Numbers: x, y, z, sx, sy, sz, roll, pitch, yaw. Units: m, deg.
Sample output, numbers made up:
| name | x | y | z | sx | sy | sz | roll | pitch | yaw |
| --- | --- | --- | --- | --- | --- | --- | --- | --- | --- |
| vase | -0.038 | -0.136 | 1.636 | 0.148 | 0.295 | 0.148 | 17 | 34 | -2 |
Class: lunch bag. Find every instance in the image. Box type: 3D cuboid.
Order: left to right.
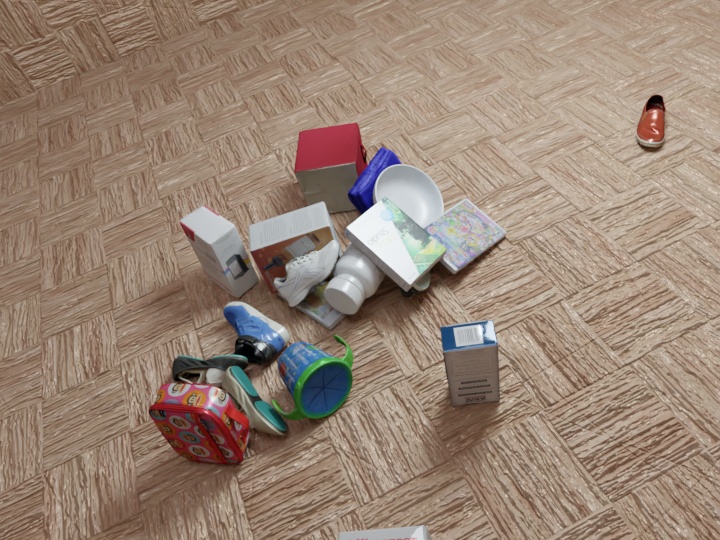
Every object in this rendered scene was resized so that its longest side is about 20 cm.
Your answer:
| name | x | y | z | sx | sy | sz | roll | pitch | yaw |
| --- | --- | --- | --- | --- | --- | --- | --- | --- | --- |
| lunch bag | -0.301 | 0.304 | 1.136 | 0.175 | 0.201 | 0.082 | 0 | 44 | 16 |

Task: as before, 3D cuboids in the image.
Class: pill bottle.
| name | x | y | z | sx | sy | sz | roll | pitch | yaw |
| --- | --- | --- | --- | --- | --- | --- | --- | --- | --- |
| pill bottle | 0.000 | 0.000 | 1.356 | 0.114 | 0.115 | 0.200 | 15 | 53 | 26 |

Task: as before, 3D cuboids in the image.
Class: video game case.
| name | x | y | z | sx | sy | sz | roll | pitch | yaw |
| --- | --- | --- | --- | --- | --- | --- | --- | --- | --- |
| video game case | -0.083 | 0.038 | 1.437 | 0.199 | 0.023 | 0.182 | 29 | 61 | 35 |
| video game case | 0.245 | -0.088 | 1.412 | 0.199 | 0.018 | 0.143 | -33 | 66 | -29 |

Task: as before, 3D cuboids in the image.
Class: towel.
| name | x | y | z | sx | sy | sz | roll | pitch | yaw |
| --- | --- | --- | --- | --- | --- | --- | --- | --- | --- |
| towel | 0.061 | -0.220 | 1.550 | 0.049 | 0.148 | 0.200 | -11 | 38 | 51 |

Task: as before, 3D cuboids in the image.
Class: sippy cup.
| name | x | y | z | sx | sy | sz | roll | pitch | yaw |
| --- | --- | --- | --- | --- | --- | --- | --- | --- | --- |
| sippy cup | -0.105 | 0.219 | 1.214 | 0.177 | 0.141 | 0.130 | -15 | 30 | -32 |

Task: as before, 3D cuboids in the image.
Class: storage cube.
| name | x | y | z | sx | sy | sz | roll | pitch | yaw |
| --- | --- | --- | --- | --- | --- | --- | --- | --- | --- |
| storage cube | -0.078 | -0.283 | 1.627 | 0.198 | 0.172 | 0.181 | -7 | 48 | 9 |

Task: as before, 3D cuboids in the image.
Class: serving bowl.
| name | x | y | z | sx | sy | sz | roll | pitch | yaw |
| --- | --- | --- | --- | --- | --- | --- | --- | --- | --- |
| serving bowl | 0.117 | -0.174 | 1.503 | 0.199 | 0.066 | 0.202 | 9 | 66 | -21 |

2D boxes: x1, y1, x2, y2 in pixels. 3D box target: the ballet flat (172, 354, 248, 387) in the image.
| name | x | y | z | sx | sy | sz | roll | pitch | yaw |
| --- | --- | --- | --- | --- | --- | --- | --- | --- | --- |
| ballet flat | -0.345 | 0.232 | 1.310 | 0.199 | 0.068 | 0.069 | -5 | 56 | 25 |

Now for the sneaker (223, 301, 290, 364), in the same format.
| name | x | y | z | sx | sy | sz | roll | pitch | yaw |
| --- | --- | --- | --- | --- | --- | --- | --- | --- | --- |
| sneaker | -0.273 | 0.150 | 1.347 | 0.199 | 0.077 | 0.111 | 25 | 47 | 25 |

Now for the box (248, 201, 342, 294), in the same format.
| name | x | y | z | sx | sy | sz | roll | pitch | yaw |
| --- | --- | --- | --- | --- | --- | --- | --- | --- | --- |
| box | -0.155 | -0.054 | 1.418 | 0.199 | 0.153 | 0.107 | -18 | 41 | 2 |

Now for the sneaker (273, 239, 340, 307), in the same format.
| name | x | y | z | sx | sy | sz | roll | pitch | yaw |
| --- | --- | --- | --- | --- | --- | --- | --- | --- | --- |
| sneaker | -0.125 | -0.002 | 1.352 | 0.200 | 0.087 | 0.075 | -45 | 14 | 16 |

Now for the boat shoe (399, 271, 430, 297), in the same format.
| name | x | y | z | sx | sy | sz | roll | pitch | yaw |
| --- | --- | --- | --- | --- | --- | --- | --- | --- | --- |
| boat shoe | 0.139 | -0.015 | 1.393 | 0.060 | 0.076 | 0.200 | -36 | 14 | 39 |

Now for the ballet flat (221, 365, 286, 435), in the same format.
| name | x | y | z | sx | sy | sz | roll | pitch | yaw |
| --- | --- | --- | --- | --- | --- | --- | --- | --- | --- |
| ballet flat | -0.232 | 0.290 | 1.222 | 0.069 | 0.070 | 0.200 | -36 | 60 | -17 |

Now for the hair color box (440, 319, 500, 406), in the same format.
| name | x | y | z | sx | sy | sz | roll | pitch | yaw |
| --- | --- | --- | --- | --- | --- | --- | --- | --- | --- |
| hair color box | 0.212 | 0.181 | 1.102 | 0.099 | 0.201 | 0.061 | -8 | 47 | 8 |

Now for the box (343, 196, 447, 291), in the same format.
| name | x | y | z | sx | sy | sz | roll | pitch | yaw |
| --- | --- | --- | --- | --- | --- | --- | --- | --- | --- |
| box | 0.081 | -0.065 | 1.324 | 0.200 | 0.036 | 0.144 | 42 | 60 | 12 |

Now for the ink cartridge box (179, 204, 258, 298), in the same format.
| name | x | y | z | sx | sy | sz | roll | pitch | yaw |
| --- | --- | --- | --- | --- | --- | --- | --- | --- | --- |
| ink cartridge box | -0.358 | -0.047 | 1.468 | 0.147 | 0.201 | 0.086 | 31 | 61 | 35 |

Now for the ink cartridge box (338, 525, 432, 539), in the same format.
| name | x | y | z | sx | sy | sz | roll | pitch | yaw |
| --- | --- | --- | --- | --- | --- | --- | --- | --- | --- |
| ink cartridge box | 0.046 | 0.519 | 0.879 | 0.146 | 0.145 | 0.201 | -8 | 46 | 9 |

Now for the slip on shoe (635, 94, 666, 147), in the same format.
| name | x | y | z | sx | sy | sz | roll | pitch | yaw |
| --- | --- | --- | --- | --- | --- | --- | --- | --- | --- |
| slip on shoe | 0.798 | -0.409 | 1.573 | 0.074 | 0.061 | 0.201 | 11 | 54 | 22 |
